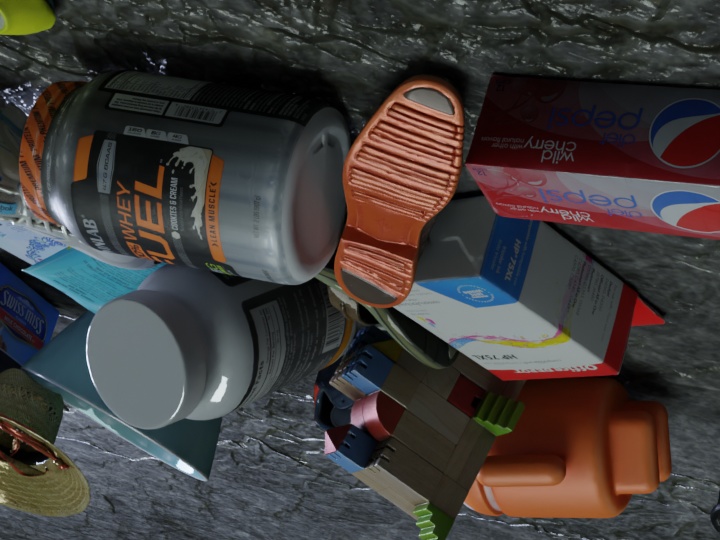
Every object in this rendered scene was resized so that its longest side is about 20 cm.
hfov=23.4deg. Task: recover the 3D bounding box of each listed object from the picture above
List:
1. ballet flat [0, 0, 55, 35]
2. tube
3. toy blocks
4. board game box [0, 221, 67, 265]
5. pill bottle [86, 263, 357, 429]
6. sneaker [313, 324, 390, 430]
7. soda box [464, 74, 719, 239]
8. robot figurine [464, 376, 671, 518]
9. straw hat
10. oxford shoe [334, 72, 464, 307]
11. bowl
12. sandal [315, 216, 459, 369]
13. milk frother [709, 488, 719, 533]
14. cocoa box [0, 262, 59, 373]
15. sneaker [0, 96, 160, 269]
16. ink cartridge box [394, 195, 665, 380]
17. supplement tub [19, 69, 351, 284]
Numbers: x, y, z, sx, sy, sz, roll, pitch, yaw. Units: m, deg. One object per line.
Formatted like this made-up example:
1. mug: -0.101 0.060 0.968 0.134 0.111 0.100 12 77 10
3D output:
1. ballet flat: -0.262 -0.183 1.045 0.066 0.068 0.200 3 154 32
2. tube: -0.162 -0.019 1.299 0.199 0.051 0.077 -27 130 34
3. toy blocks: 0.041 0.094 1.335 0.136 0.201 0.100 35 156 -12
4. board game box: -0.200 -0.025 1.414 0.199 0.044 0.199 34 153 -34
5. pill bottle: -0.099 0.042 1.270 0.116 0.117 0.199 1 -166 36
6. sneaker: 0.018 0.098 1.483 0.075 0.085 0.200 25 158 -17
7. soda box: 0.166 -0.064 1.002 0.198 0.064 0.070 6 156 26
8. robot figurine: 0.154 0.146 1.433 0.198 0.145 0.117 -3 135 24
9. straw hat: -0.311 0.137 1.565 0.199 0.086 0.202 15 149 9
10. oxford shoe: 0.027 -0.064 1.118 0.071 0.073 0.201 23 140 1
11. bowl: -0.201 0.098 1.597 0.200 0.106 0.201 28 168 6
12. sandal: 0.000 -0.001 1.273 0.200 0.080 0.057 37 148 -20
13. milk frother: 0.335 0.083 1.052 0.198 0.189 0.181 17 160 2
14. cocoa box: -0.418 0.060 1.672 0.198 0.132 0.133 6 156 26
15. sneaker: -0.229 -0.050 1.239 0.199 0.087 0.075 28 123 13
16. ink cartridge box: 0.116 0.024 1.249 0.116 0.068 0.199 -7 148 47
17. supplement tub: -0.115 -0.065 1.142 0.198 0.123 0.123 10 157 20
